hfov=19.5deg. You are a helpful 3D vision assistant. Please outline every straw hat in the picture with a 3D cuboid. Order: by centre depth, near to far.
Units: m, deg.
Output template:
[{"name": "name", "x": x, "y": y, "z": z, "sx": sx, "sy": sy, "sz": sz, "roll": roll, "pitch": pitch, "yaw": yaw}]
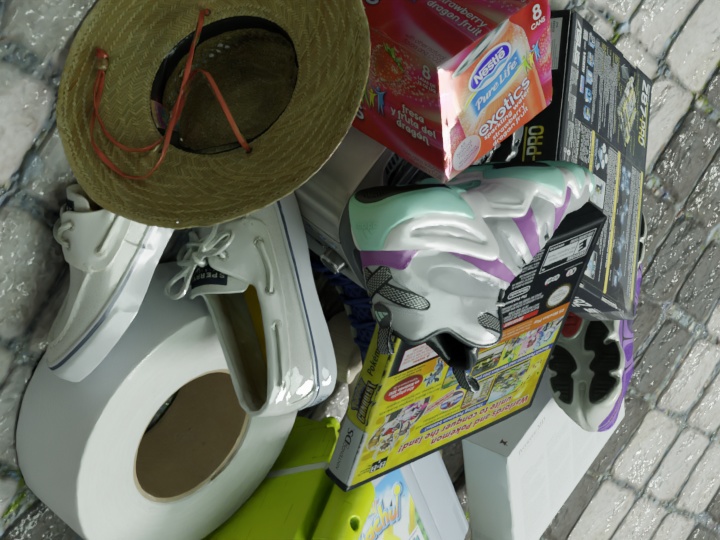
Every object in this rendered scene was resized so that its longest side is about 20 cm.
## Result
[{"name": "straw hat", "x": -0.074, "y": -0.104, "z": 1.247, "sx": 0.201, "sy": 0.201, "sz": 0.085, "roll": -55, "pitch": 154, "yaw": -2}]

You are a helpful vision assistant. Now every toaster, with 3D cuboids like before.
[{"name": "toaster", "x": 0.015, "y": -0.091, "z": 1.396, "sx": 0.200, "sy": 0.129, "sz": 0.114, "roll": -51, "pitch": 147, "yaw": -15}]

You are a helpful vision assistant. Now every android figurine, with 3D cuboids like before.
[{"name": "android figurine", "x": -0.071, "y": 0.179, "z": 1.495, "sx": 0.041, "sy": 0.181, "sz": 0.200, "roll": 54, "pitch": 38, "yaw": -28}]

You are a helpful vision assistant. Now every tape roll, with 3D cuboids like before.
[{"name": "tape roll", "x": -0.135, "y": 0.097, "z": 1.428, "sx": 0.202, "sy": 0.071, "sz": 0.203, "roll": -31, "pitch": 139, "yaw": -32}]

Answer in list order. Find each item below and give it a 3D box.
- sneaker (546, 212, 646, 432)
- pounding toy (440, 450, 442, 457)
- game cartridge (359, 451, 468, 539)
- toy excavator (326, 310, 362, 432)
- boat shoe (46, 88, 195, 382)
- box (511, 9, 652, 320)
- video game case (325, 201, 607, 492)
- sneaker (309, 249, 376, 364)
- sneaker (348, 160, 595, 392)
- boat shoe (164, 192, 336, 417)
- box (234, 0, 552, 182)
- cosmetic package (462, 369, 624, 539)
[{"name": "sneaker", "x": 0.195, "y": 0.038, "z": 1.731, "sx": 0.083, "sy": 0.080, "sz": 0.201, "roll": 54, "pitch": 44, "yaw": -60}, {"name": "pounding toy", "x": 0.049, "y": 0.275, "z": 1.724, "sx": 0.200, "sy": 0.184, "sz": 0.142, "roll": -37, "pitch": 154, "yaw": -24}, {"name": "game cartridge", "x": 0.006, "y": 0.209, "z": 1.556, "sx": 0.200, "sy": 0.040, "sz": 0.134, "roll": -51, "pitch": 129, "yaw": -35}, {"name": "toy excavator", "x": -0.013, "y": 0.152, "z": 1.621, "sx": 0.201, "sy": 0.100, "sz": 0.194, "roll": -63, "pitch": 147, "yaw": -14}, {"name": "boat shoe", "x": -0.158, "y": -0.028, "z": 1.310, "sx": 0.070, "sy": 0.071, "sz": 0.201, "roll": 26, "pitch": 99, "yaw": -23}, {"name": "box", "x": 0.167, "y": -0.077, "z": 1.594, "sx": 0.161, "sy": 0.049, "sz": 0.201, "roll": 25, "pitch": 67, "yaw": -54}, {"name": "video game case", "x": 0.074, "y": 0.051, "z": 1.456, "sx": 0.199, "sy": 0.025, "sz": 0.181, "roll": -20, "pitch": 139, "yaw": -42}, {"name": "sneaker", "x": 0.000, "y": -0.001, "z": 1.495, "sx": 0.115, "sy": 0.080, "sz": 0.201, "roll": -4, "pitch": 99, "yaw": -38}, {"name": "sneaker", "x": 0.075, "y": 0.006, "z": 1.330, "sx": 0.199, "sy": 0.078, "sz": 0.141, "roll": -12, "pitch": 101, "yaw": -38}, {"name": "boat shoe", "x": -0.085, "y": -0.001, "z": 1.337, "sx": 0.086, "sy": 0.074, "sz": 0.203, "roll": -18, "pitch": 93, "yaw": -44}, {"name": "box", "x": 0.013, "y": -0.155, "z": 1.286, "sx": 0.100, "sy": 0.200, "sz": 0.096, "roll": -36, "pitch": 142, "yaw": -27}, {"name": "cosmetic package", "x": 0.160, "y": 0.133, "z": 1.800, "sx": 0.200, "sy": 0.051, "sz": 0.151, "roll": -49, "pitch": 150, "yaw": -34}]
